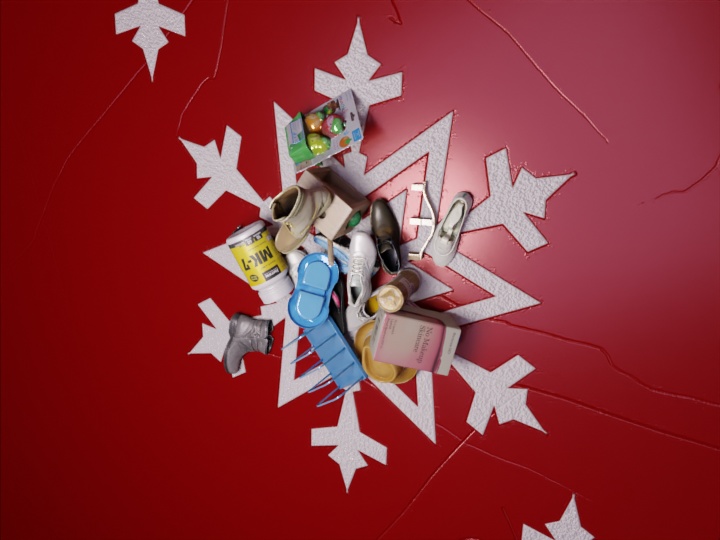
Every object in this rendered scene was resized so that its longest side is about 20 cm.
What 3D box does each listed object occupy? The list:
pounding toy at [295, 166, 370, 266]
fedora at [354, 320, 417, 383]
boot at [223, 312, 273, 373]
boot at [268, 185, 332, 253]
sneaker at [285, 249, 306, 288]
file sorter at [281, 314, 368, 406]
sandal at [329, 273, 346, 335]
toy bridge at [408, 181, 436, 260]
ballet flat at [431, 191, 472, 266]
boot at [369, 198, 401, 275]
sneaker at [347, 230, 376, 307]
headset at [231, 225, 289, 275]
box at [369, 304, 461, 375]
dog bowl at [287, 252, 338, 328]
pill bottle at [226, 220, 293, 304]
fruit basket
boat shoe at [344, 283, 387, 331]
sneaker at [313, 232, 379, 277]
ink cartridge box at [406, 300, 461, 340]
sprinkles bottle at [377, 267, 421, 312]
[{"bbox_3d":[-0.079,-0.144,1.491,0.199,0.184,0.143,40,112,7],"label":"pounding toy"},{"bbox_3d":[0.058,0.235,1.561,0.198,0.082,0.203,12,120,21],"label":"fedora"},{"bbox_3d":[-0.331,0.232,1.730,0.130,0.070,0.203,14,110,11],"label":"boot"},{"bbox_3d":[-0.167,-0.119,1.363,0.072,0.154,0.200,46,112,14],"label":"boot"},{"bbox_3d":[-0.152,0.038,1.604,0.074,0.081,0.202,-22,99,9],"label":"sneaker"},{"bbox_3d":[-0.105,0.253,1.598,0.201,0.122,0.138,57,140,0],"label":"file sorter"},{"bbox_3d":[-0.079,0.085,1.597,0.074,0.045,0.203,-10,88,44],"label":"sandal"},{"bbox_3d":[0.160,-0.127,1.495,0.066,0.027,0.203,6,104,16],"label":"toy bridge"},{"bbox_3d":[0.222,-0.101,1.458,0.069,0.069,0.202,24,109,13],"label":"ballet flat"},{"bbox_3d":[0.071,-0.084,1.490,0.074,0.097,0.203,-15,99,0],"label":"boot"},{"bbox_3d":[0.000,0.000,1.485,0.069,0.080,0.203,6,109,13],"label":"sneaker"},{"bbox_3d":[-0.278,-0.055,1.657,0.199,0.094,0.124,32,107,-6],"label":"headset"},{"bbox_3d":[0.133,0.167,1.453,0.197,0.109,0.130,12,103,-8],"label":"box"},{"bbox_3d":[-0.126,0.052,1.545,0.110,0.050,0.203,15,90,-4],"label":"dog bowl"},{"bbox_3d":[-0.264,-0.020,1.558,0.113,0.114,0.202,-21,106,22],"label":"pill bottle"},{"bbox_3d":[-0.097,-0.357,1.473,0.198,0.094,0.187,-27,55,22],"label":"fruit basket"},{"bbox_3d":[0.015,0.107,1.574,0.199,0.070,0.071,-34,88,25],"label":"boat shoe"},{"bbox_3d":[-0.049,-0.032,1.565,0.199,0.078,0.091,34,114,10],"label":"sneaker"},{"bbox_3d":[0.162,0.161,1.555,0.199,0.037,0.095,35,111,7],"label":"ink cartridge box"},{"bbox_3d":[0.101,0.047,1.461,0.067,0.200,0.069,4,104,18],"label":"sprinkles bottle"}]
